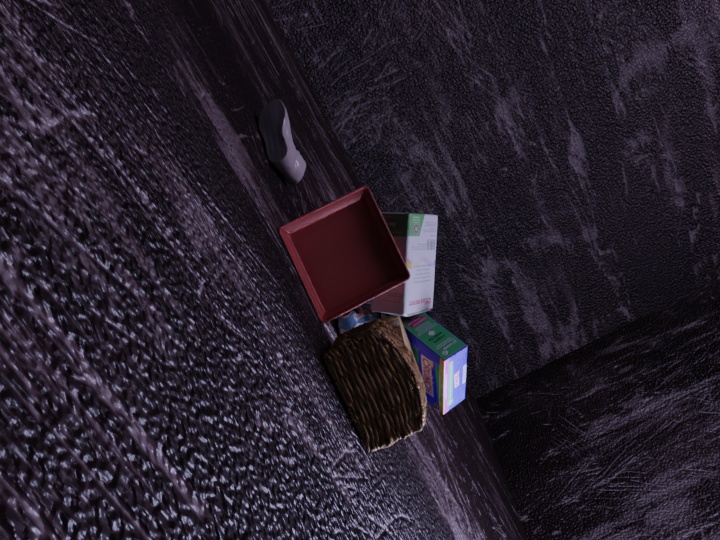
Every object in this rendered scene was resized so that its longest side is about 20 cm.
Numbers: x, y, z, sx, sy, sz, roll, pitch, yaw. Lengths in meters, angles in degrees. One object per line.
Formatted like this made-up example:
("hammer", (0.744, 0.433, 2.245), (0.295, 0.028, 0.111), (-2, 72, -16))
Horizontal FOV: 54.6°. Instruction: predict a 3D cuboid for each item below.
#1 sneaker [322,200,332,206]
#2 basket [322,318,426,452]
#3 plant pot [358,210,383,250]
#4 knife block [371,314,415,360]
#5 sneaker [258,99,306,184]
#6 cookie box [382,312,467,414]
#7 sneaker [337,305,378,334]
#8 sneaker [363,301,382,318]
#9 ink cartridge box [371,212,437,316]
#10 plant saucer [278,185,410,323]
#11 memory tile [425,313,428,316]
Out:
("sneaker", (-0.038, -0.088, 1.640), (0.199, 0.085, 0.075), (35, -7, 42))
("basket", (0.040, 0.192, 1.253), (0.203, 0.141, 0.149), (64, 9, -1))
("plant pot", (-0.026, -0.050, 1.483), (0.204, 0.198, 0.177), (65, 16, 12))
("knife block", (0.087, 0.207, 1.469), (0.176, 0.063, 0.205), (42, 35, -71))
("sneaker", (-0.181, -0.294, 1.633), (0.116, 0.072, 0.204), (55, 21, -54))
("cookie box", (0.139, 0.185, 1.528), (0.199, 0.074, 0.174), (36, -36, 38))
("sneaker", (-0.005, 0.101, 1.481), (0.200, 0.075, 0.082), (-75, 145, -78))
("sneaker", (0.017, 0.062, 1.756), (0.203, 0.075, 0.088), (64, 8, 5))
("ink cartridge box", (0.092, -0.016, 1.442), (0.144, 0.086, 0.205), (-5, 97, -61))
("plant saucer", (-0.032, -0.031, 1.350), (0.203, 0.197, 0.037), (64, -9, 3))
("memory tile", (0.111, 0.042, 1.598), (0.153, 0.016, 0.205), (-161, -123, -70))
